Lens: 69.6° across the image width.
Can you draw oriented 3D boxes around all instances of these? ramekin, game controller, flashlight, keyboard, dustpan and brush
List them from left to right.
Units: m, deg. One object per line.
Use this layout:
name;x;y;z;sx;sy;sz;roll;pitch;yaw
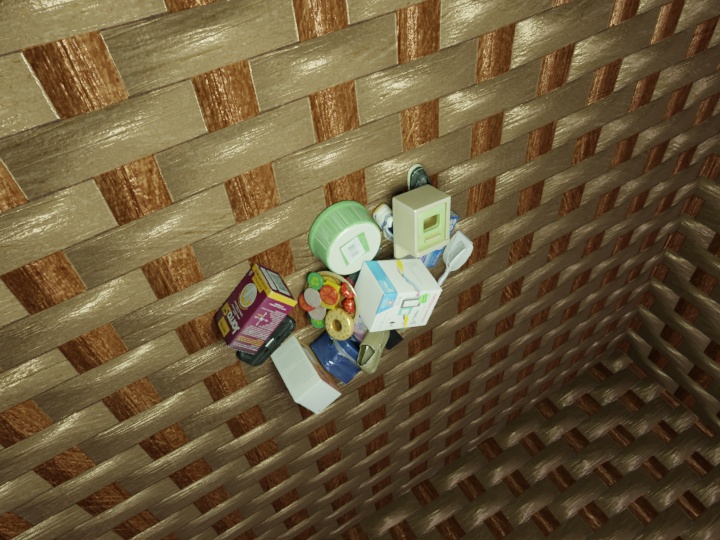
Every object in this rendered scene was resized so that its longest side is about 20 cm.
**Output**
game controller;-0.288;0.212;1.590;0.200;0.042;0.104;-46;127;6
ramekin;-0.038;-0.085;1.456;0.198;0.098;0.202;-23;138;-22
flashlight;0.000;0.000;1.600;0.067;0.068;0.201;25;106;-20
keyboard;0.116;0.224;1.939;0.126;0.021;0.200;-36;142;3
dustpan and brush;0.323;-0.029;1.836;0.200;0.057;0.139;-49;141;11

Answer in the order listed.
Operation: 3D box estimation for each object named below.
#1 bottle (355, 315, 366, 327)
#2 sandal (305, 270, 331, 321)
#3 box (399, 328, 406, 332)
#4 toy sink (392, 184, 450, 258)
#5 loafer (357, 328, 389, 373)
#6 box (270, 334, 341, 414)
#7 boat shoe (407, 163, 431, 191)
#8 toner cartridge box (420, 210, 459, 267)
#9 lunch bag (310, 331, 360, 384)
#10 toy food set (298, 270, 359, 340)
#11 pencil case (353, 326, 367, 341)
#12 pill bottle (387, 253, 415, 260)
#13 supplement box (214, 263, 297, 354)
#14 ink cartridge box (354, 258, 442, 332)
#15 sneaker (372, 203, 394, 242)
bottle;0.054;0.140;1.616;0.197;0.065;0.084;10;114;-20
sandal;-0.110;0.087;1.595;0.081;0.055;0.201;4;124;-41
box;0.174;0.109;1.758;0.200;0.064;0.070;-52;174;-37
toy sink;0.174;-0.117;1.462;0.129;0.112;0.202;-22;128;-26
loafer;0.041;0.235;1.683;0.067;0.075;0.203;26;74;-61
box;-0.176;0.333;1.659;0.106;0.200;0.152;-39;142;0
boat shoe;0.183;-0.219;1.537;0.074;0.066;0.201;-25;139;-18
toner cartridge box;0.243;-0.104;1.714;0.094;0.043;0.202;-2;128;-36
lunch bag;-0.063;0.271;1.743;0.132;0.136;0.200;-41;140;0
toy food set;-0.092;0.097;1.524;0.049;0.196;0.202;-37;148;-53
pencil case;-0.015;0.158;1.720;0.087;0.088;0.201;-36;141;-5
pill bottle;0.107;0.036;1.677;0.115;0.116;0.201;11;118;-44
supplement box;-0.287;0.105;1.409;0.201;0.131;0.103;-50;139;11
ink cartridge box;0.103;0.068;1.510;0.198;0.147;0.148;-4;131;-29
sneaker;0.108;-0.117;1.556;0.075;0.088;0.200;-47;142;6
